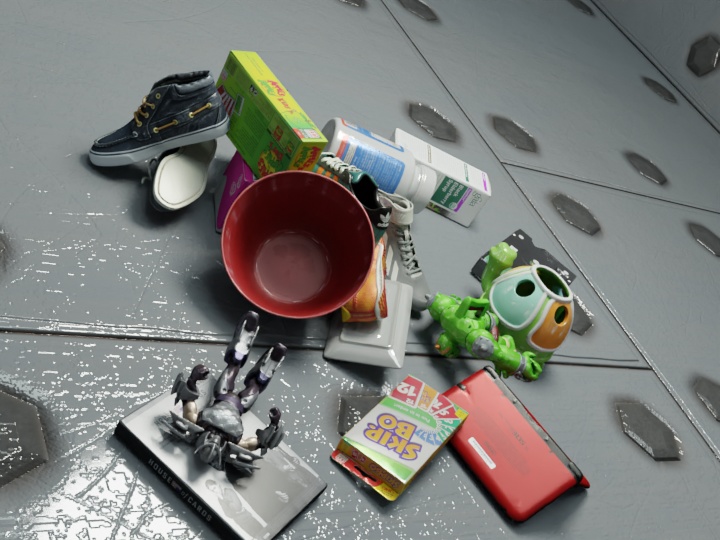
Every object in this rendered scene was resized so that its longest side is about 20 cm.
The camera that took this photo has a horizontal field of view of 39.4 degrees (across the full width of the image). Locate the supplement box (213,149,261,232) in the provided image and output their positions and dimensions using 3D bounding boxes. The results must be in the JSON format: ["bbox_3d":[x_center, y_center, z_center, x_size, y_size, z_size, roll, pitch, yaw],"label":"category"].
[{"bbox_3d":[-0.103,-0.092,1.469,0.200,0.101,0.103,19,35,-23],"label":"supplement box"}]

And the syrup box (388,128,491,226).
[{"bbox_3d":[0.131,-0.167,1.814,0.200,0.079,0.082,26,32,-15],"label":"syrup box"}]

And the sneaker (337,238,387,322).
[{"bbox_3d":[0.000,0.000,1.418,0.077,0.073,0.200,-4,29,5],"label":"sneaker"}]

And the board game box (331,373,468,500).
[{"bbox_3d":[0.052,0.204,1.256,0.095,0.030,0.200,33,37,16],"label":"board game box"}]

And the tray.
[{"bbox_3d":[0.015,0.063,1.406,0.107,0.022,0.200,8,33,3],"label":"tray"}]

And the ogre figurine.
[{"bbox_3d":[0.165,0.086,1.469,0.120,0.098,0.200,23,34,-46],"label":"ogre figurine"}]

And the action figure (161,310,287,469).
[{"bbox_3d":[-0.140,0.138,1.103,0.130,0.069,0.200,37,34,-13],"label":"action figure"}]

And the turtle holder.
[{"bbox_3d":[0.262,0.052,1.585,0.141,0.132,0.186,24,33,-15],"label":"turtle holder"}]

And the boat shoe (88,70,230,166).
[{"bbox_3d":[-0.285,-0.212,1.382,0.200,0.091,0.071,-17,33,-4],"label":"boat shoe"}]

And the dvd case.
[{"bbox_3d":[-0.147,0.204,1.092,0.200,0.025,0.150,40,31,11],"label":"dvd case"}]

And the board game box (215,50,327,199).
[{"bbox_3d":[-0.133,-0.204,1.396,0.048,0.102,0.200,-7,49,-43],"label":"board game box"}]

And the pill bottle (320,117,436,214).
[{"bbox_3d":[0.022,-0.167,1.681,0.200,0.112,0.112,23,33,-19],"label":"pill bottle"}]

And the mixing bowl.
[{"bbox_3d":[-0.086,-0.019,1.339,0.199,0.108,0.201,2,72,-7],"label":"mixing bowl"}]

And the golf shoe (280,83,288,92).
[{"bbox_3d":[-0.150,-0.206,1.512,0.088,0.200,0.077,15,58,3],"label":"golf shoe"}]

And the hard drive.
[{"bbox_3d":[0.289,0.006,1.766,0.140,0.038,0.200,41,31,11],"label":"hard drive"}]

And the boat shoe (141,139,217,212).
[{"bbox_3d":[-0.260,-0.141,1.421,0.075,0.062,0.200,40,35,-26],"label":"boat shoe"}]

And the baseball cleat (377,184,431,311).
[{"bbox_3d":[0.057,-0.037,1.513,0.070,0.106,0.200,-25,75,-48],"label":"baseball cleat"}]

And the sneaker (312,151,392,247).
[{"bbox_3d":[-0.021,-0.123,1.410,0.071,0.080,0.200,-8,52,-47],"label":"sneaker"}]

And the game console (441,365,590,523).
[{"bbox_3d":[0.204,0.243,1.378,0.172,0.119,0.200,-29,63,-22],"label":"game console"}]
